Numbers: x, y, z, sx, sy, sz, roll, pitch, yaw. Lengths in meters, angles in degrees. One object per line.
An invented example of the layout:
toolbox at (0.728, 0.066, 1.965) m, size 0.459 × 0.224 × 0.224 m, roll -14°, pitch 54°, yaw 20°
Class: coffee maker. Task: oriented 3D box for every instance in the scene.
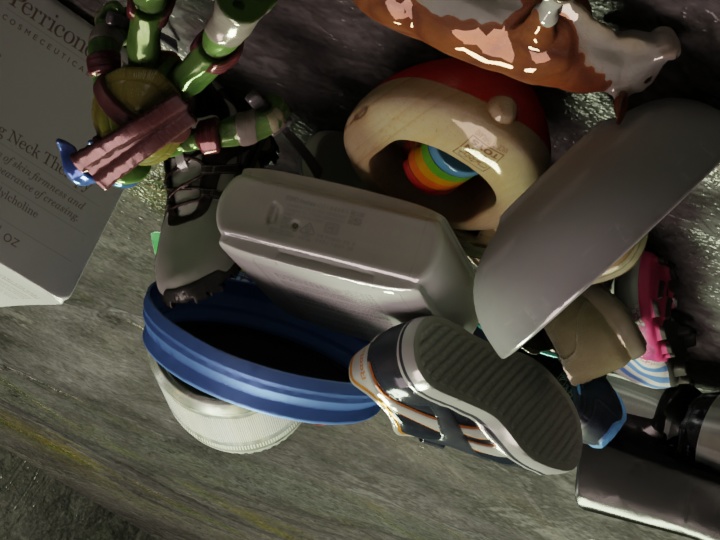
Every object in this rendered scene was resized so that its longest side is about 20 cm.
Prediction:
coffee maker at (0.283, 0.179, 1.462) m, size 0.199 × 0.193 × 0.135 m, roll 14°, pitch 176°, yaw 33°

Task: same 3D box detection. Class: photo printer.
photo printer at (0.000, 0.000, 1.280) m, size 0.166 × 0.070 × 0.200 m, roll 14°, pitch 166°, yaw 18°

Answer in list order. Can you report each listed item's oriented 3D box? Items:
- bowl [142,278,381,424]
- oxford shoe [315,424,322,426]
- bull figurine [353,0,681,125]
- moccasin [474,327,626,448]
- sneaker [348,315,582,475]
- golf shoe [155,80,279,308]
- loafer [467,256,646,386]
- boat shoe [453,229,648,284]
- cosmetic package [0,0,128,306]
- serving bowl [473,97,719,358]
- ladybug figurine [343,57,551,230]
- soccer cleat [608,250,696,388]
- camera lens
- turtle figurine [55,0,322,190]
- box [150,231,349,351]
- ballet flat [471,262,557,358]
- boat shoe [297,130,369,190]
bowl at (-0.068, 0.059, 1.326) m, size 0.200 × 0.040 × 0.201 m, roll 17°, pitch -165°, yaw -4°
oxford shoe at (-0.053, 0.041, 1.646) m, size 0.070 × 0.075 × 0.201 m, roll 6°, pitch 122°, yaw 51°
bull figurine at (0.082, -0.151, 0.998) m, size 0.199 × 0.065 × 0.122 m, roll 17°, pitch 157°, yaw 14°
moccasin at (0.146, 0.069, 1.460) m, size 0.068 × 0.081 × 0.200 m, roll 31°, pitch -177°, yaw -38°
sneaker at (0.076, 0.091, 1.270) m, size 0.079 × 0.079 × 0.200 m, roll -17°, pitch 141°, yaw 40°
golf shoe at (-0.124, -0.060, 1.316) m, size 0.077 × 0.200 × 0.095 m, roll -14°, pitch 129°, yaw 22°
loafer at (0.127, 0.017, 1.309) m, size 0.200 × 0.068 × 0.076 m, roll 41°, pitch 166°, yaw 48°
boat shoe at (0.108, -0.038, 1.262) m, size 0.199 × 0.074 × 0.066 m, roll 9°, pitch 162°, yaw 38°
cosmetic package at (-0.285, -0.098, 1.384) m, size 0.167 × 0.201 × 0.166 m, roll 34°, pitch 160°, yaw -28°
serving bowl at (0.137, -0.038, 1.070) m, size 0.066 × 0.200 × 0.200 m, roll 47°, pitch 162°, yaw 4°
ladybug figurine at (0.064, -0.088, 1.175) m, size 0.135 × 0.072 × 0.200 m, roll 33°, pitch 161°, yaw -13°
soccer cleat at (0.204, 0.044, 1.362) m, size 0.086 × 0.070 × 0.200 m, roll 2°, pitch 157°, yaw 19°
camera lens at (-0.124, 0.089, 1.767) m, size 0.159 × 0.160 × 0.200 m, roll 21°, pitch 162°, yaw 10°
turtle figurine at (-0.114, -0.151, 1.206) m, size 0.144 × 0.199 × 0.194 m, roll 61°, pitch 146°, yaw 24°
box at (-0.087, 0.034, 1.487) m, size 0.199 × 0.049 × 0.117 m, roll 24°, pitch 160°, yaw 9°
ballet flat at (0.111, 0.022, 1.415) m, size 0.069 × 0.070 × 0.200 m, roll 37°, pitch 168°, yaw -35°
boat shoe at (-0.004, -0.045, 1.387) m, size 0.071 × 0.070 × 0.201 m, roll 3°, pitch 157°, yaw 35°
